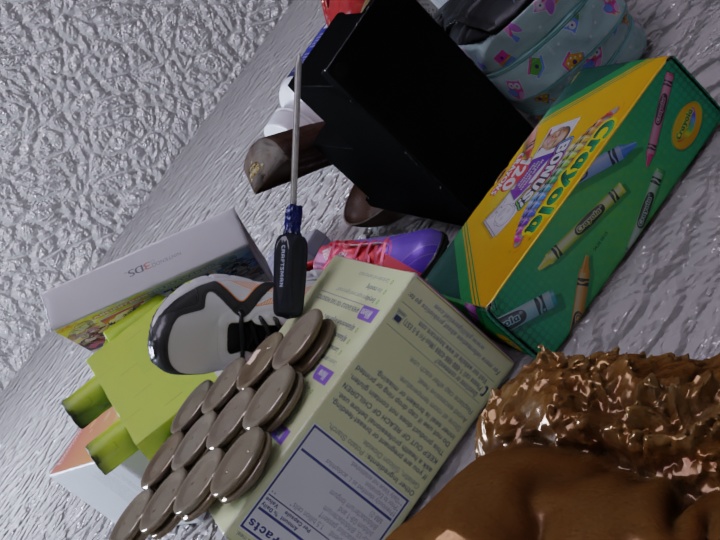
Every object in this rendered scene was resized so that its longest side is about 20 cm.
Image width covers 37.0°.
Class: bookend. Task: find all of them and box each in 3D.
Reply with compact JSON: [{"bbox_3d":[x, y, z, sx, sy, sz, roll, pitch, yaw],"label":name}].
[{"bbox_3d":[0.018,-0.138,0.910,0.093,0.198,0.199,-55,28,-10],"label":"bookend"}]

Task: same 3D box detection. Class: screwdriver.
[{"bbox_3d":[-0.048,-0.066,0.802,0.029,0.027,0.204,-5,79,57],"label":"screwdriver"}]

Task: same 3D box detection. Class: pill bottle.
[{"bbox_3d":[-0.041,-0.241,1.451,0.202,0.119,0.119,-57,19,-20],"label":"pill bottle"}]

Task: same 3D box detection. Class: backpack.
[{"bbox_3d":[0.150,-0.207,0.895,0.167,0.126,0.200,-49,15,7],"label":"backpack"}]

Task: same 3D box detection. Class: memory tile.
[{"bbox_3d":[-0.097,0.113,0.739,0.199,0.017,0.155,-34,24,45],"label":"memory tile"}]

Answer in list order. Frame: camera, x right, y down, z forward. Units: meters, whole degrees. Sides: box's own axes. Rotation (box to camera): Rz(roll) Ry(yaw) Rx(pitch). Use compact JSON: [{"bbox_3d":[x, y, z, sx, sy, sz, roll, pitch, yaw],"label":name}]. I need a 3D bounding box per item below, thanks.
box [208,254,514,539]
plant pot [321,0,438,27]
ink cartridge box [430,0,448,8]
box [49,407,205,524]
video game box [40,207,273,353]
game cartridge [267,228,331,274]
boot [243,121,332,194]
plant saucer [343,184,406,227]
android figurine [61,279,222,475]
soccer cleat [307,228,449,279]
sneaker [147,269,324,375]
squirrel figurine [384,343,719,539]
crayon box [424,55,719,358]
[{"bbox_3d":[-0.017,0.102,0.747,0.201,0.096,0.176,-53,17,-8],"label":"box"},{"bbox_3d":[0.055,-0.297,1.210,0.200,0.199,0.184,-44,26,20],"label":"plant pot"},{"bbox_3d":[0.125,-0.322,1.061,0.084,0.199,0.177,-34,24,42],"label":"ink cartridge box"},{"bbox_3d":[-0.200,0.162,1.068,0.199,0.106,0.154,-25,31,54],"label":"box"},{"bbox_3d":[-0.190,0.021,1.061,0.197,0.047,0.182,-24,-12,-2],"label":"video game box"},{"bbox_3d":[-0.111,0.050,1.195,0.129,0.038,0.202,-13,41,57],"label":"game cartridge"},{"bbox_3d":[-0.049,-0.121,1.079,0.198,0.065,0.186,-29,2,-29],"label":"boot"},{"bbox_3d":[0.058,-0.118,1.105,0.200,0.032,0.201,-45,19,20],"label":"plant saucer"},{"bbox_3d":[-0.158,0.083,0.929,0.199,0.041,0.182,-38,47,-11],"label":"android figurine"},{"bbox_3d":[0.000,0.000,0.944,0.199,0.073,0.069,-26,29,54],"label":"soccer cleat"},{"bbox_3d":[-0.072,0.041,0.847,0.197,0.075,0.080,-12,21,-34],"label":"sneaker"},{"bbox_3d":[0.115,0.097,0.372,0.185,0.141,0.202,-24,34,43],"label":"squirrel figurine"},{"bbox_3d":[0.136,-0.044,0.716,0.201,0.058,0.119,-53,17,-6],"label":"crayon box"}]
